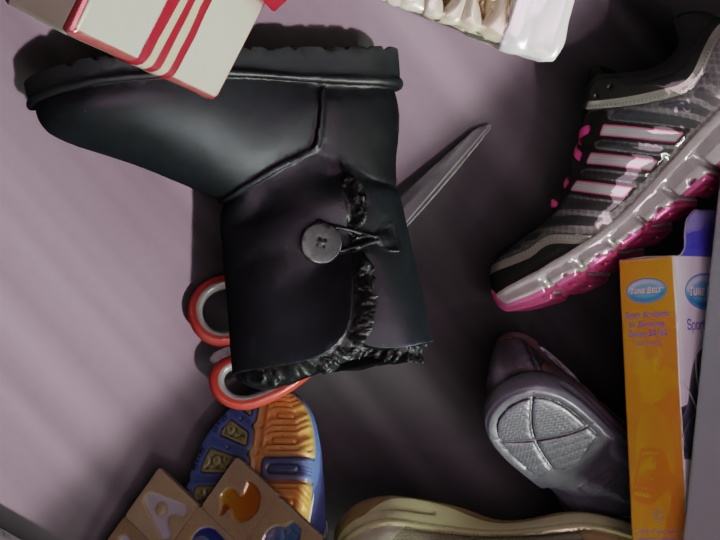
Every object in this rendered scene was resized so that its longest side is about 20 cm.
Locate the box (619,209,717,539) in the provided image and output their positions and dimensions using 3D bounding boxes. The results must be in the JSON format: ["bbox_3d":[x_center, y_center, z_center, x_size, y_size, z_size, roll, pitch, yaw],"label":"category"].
[{"bbox_3d":[0.187,0.070,1.235,0.119,0.041,0.201,1,84,-49],"label":"box"}]

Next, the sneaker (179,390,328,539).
[{"bbox_3d":[-0.045,0.164,1.242,0.075,0.088,0.201,2,84,29],"label":"sneaker"}]

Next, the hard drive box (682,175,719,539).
[{"bbox_3d":[0.247,0.061,1.211,0.156,0.077,0.201,18,75,-47],"label":"hard drive box"}]

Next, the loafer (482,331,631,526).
[{"bbox_3d":[0.133,0.106,1.266,0.072,0.063,0.200,-29,126,19],"label":"loafer"}]

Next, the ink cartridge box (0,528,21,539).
[{"bbox_3d":[-0.251,0.152,1.197,0.200,0.044,0.094,33,91,-17],"label":"ink cartridge box"}]

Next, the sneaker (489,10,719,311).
[{"bbox_3d":[0.136,-0.060,1.228,0.200,0.074,0.088,-42,76,16],"label":"sneaker"}]

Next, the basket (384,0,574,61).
[{"bbox_3d":[0.049,-0.216,1.141,0.123,0.136,0.201,12,99,-13],"label":"basket"}]

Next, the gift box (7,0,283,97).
[{"bbox_3d":[-0.106,-0.200,1.008,0.186,0.184,0.201,30,99,18],"label":"gift box"}]

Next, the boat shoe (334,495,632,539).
[{"bbox_3d":[0.084,0.167,1.228,0.200,0.063,0.073,12,133,-18],"label":"boat shoe"}]

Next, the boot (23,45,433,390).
[{"bbox_3d":[-0.063,-0.025,1.166,0.199,0.076,0.169,-3,85,-18],"label":"boot"}]

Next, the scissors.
[{"bbox_3d":[0.000,0.000,1.228,0.199,0.014,0.073,-30,79,-8],"label":"scissors"}]

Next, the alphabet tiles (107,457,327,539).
[{"bbox_3d":[-0.066,0.201,1.194,0.200,0.006,0.167,41,101,26],"label":"alphabet tiles"}]
